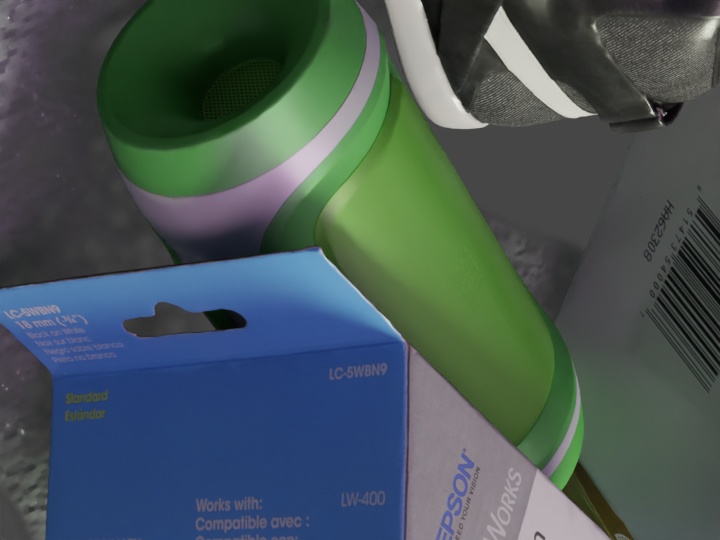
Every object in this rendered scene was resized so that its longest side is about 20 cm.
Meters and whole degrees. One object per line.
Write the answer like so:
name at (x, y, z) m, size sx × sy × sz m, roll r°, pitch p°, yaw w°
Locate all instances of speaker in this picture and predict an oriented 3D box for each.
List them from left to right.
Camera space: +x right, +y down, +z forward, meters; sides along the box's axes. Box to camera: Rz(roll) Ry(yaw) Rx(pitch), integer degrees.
speaker at (0.000, 0.000, 0.681) m, size 0.088 × 0.088 × 0.200 m, roll -39°, pitch 133°, yaw -5°

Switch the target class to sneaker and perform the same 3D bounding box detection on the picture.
sneaker at (0.050, -0.116, 0.610) m, size 0.200 × 0.111 × 0.074 m, roll 61°, pitch 37°, yaw -49°

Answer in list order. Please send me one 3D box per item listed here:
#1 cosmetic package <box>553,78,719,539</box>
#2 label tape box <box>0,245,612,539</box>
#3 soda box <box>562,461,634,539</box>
cosmetic package at (0.194, -0.003, 0.760) m, size 0.199 × 0.123 × 0.200 m, roll -9°, pitch 136°, yaw -31°
label tape box at (-0.015, 0.081, 0.666) m, size 0.200 × 0.143 × 0.064 m, roll 44°, pitch 54°, yaw -37°
soda box at (0.132, 0.129, 0.861) m, size 0.199 × 0.068 × 0.064 m, roll 20°, pitch 120°, yaw -41°
